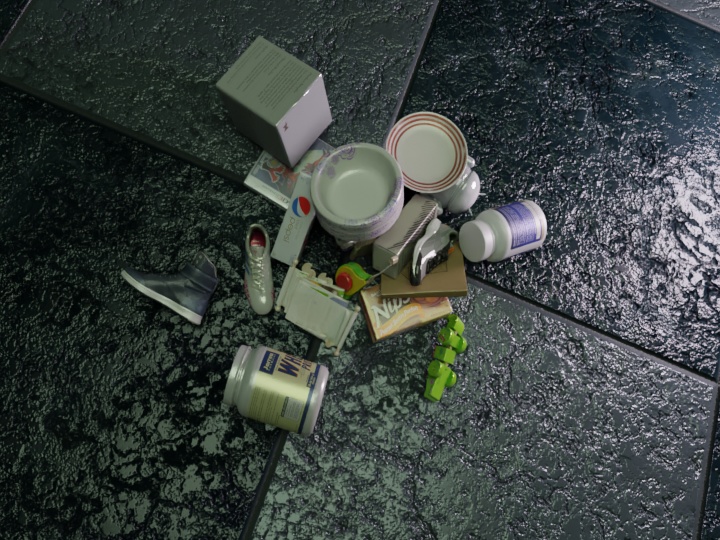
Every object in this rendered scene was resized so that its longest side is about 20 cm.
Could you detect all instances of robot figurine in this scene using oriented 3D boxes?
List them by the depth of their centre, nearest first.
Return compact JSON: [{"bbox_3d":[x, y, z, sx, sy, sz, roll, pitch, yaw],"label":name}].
[{"bbox_3d":[0.210,-0.219,1.370,0.197,0.113,0.172,36,82,4],"label":"robot figurine"}]

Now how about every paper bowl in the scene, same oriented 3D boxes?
[{"bbox_3d":[-0.005,-0.156,1.182,0.192,0.105,0.208,-2,64,5],"label":"paper bowl"}]

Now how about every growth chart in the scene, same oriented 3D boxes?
[{"bbox_3d":[-0.097,0.079,1.264,0.197,0.018,0.147,33,102,1],"label":"growth chart"}]

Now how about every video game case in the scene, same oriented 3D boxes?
[{"bbox_3d":[-0.162,-0.247,1.377,0.178,0.023,0.204,29,73,1],"label":"video game case"}]

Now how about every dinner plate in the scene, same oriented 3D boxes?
[{"bbox_3d":[0.152,-0.272,1.308,0.192,0.024,0.209,1,74,-4],"label":"dinner plate"}]

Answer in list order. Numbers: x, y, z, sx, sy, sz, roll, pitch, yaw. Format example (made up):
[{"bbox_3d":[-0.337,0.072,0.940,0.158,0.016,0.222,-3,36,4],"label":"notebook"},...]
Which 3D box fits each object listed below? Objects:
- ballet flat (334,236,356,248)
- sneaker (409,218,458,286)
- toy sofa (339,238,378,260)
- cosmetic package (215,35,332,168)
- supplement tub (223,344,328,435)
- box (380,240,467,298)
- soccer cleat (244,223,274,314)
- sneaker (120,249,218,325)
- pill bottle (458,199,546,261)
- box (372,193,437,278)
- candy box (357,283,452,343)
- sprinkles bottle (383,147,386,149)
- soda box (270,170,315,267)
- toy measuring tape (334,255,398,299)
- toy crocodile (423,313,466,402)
[{"bbox_3d":[0.022,-0.127,1.263,0.072,0.072,0.200,42,70,5],"label":"ballet flat"},{"bbox_3d":[0.163,-0.041,1.263,0.077,0.076,0.202,20,49,17],"label":"sneaker"},{"bbox_3d":[-0.029,-0.135,1.332,0.094,0.083,0.207,-13,77,-14],"label":"toy sofa"},{"bbox_3d":[-0.197,-0.391,1.314,0.197,0.167,0.169,35,75,18],"label":"cosmetic package"},{"bbox_3d":[-0.175,0.247,1.179,0.193,0.145,0.150,18,73,-2],"label":"supplement tub"},{"bbox_3d":[0.142,-0.004,1.294,0.191,0.022,0.167,-1,45,4],"label":"box"},{"bbox_3d":[-0.233,-0.007,1.270,0.067,0.087,0.208,-5,76,-8],"label":"soccer cleat"},{"bbox_3d":[-0.410,0.006,1.241,0.198,0.077,0.150,29,84,-9],"label":"sneaker"},{"bbox_3d":[0.331,-0.088,1.321,0.194,0.120,0.123,-16,76,-30],"label":"pill bottle"},{"bbox_3d":[0.104,-0.082,1.300,0.067,0.084,0.201,24,53,21],"label":"box"},{"bbox_3d":[0.103,0.078,1.306,0.193,0.056,0.119,-18,76,-12],"label":"candy box"},{"bbox_3d":[0.053,-0.250,1.335,0.068,0.069,0.199,44,42,5],"label":"sprinkles bottle"},{"bbox_3d":[-0.138,-0.117,1.278,0.062,0.068,0.206,22,101,0],"label":"soda box"},{"bbox_3d":[0.000,0.000,1.258,0.072,0.198,0.076,26,45,-30],"label":"toy measuring tape"},{"bbox_3d":[0.190,0.198,1.285,0.067,0.061,0.206,29,75,-36],"label":"toy crocodile"}]
